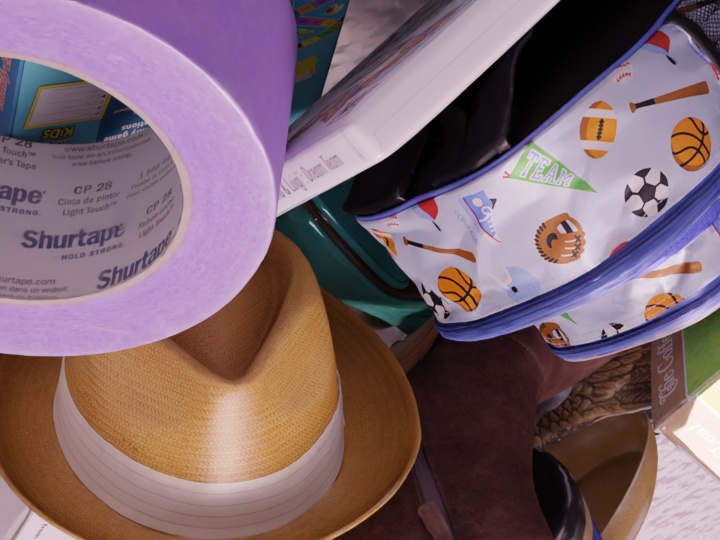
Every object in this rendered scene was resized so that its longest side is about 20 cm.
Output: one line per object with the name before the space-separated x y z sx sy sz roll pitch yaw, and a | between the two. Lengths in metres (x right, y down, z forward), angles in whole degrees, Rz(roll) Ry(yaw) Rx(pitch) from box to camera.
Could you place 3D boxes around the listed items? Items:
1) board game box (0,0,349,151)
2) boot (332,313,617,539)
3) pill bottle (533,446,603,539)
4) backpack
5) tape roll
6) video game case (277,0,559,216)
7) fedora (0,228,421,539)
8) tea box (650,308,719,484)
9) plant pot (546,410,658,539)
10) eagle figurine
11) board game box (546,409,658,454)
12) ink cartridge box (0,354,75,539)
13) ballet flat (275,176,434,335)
board game box | -0.080 -0.104 1.148 0.151 0.047 0.200 -15 147 -26
boot | 0.058 0.083 1.234 0.200 0.166 0.072 -20 129 -12
pill bottle | 0.082 0.186 1.355 0.112 0.112 0.200 -29 127 -2
backpack | 0.095 -0.048 1.191 0.190 0.154 0.200 -37 -175 -38
tape roll | -0.125 -0.062 1.048 0.200 0.085 0.200 3 140 3
video game case | 0.036 -0.095 1.129 0.200 0.024 0.182 -44 -172 -22
fedora | -0.066 0.035 1.177 0.200 0.201 0.082 -16 133 -23
tea box | 0.239 0.001 1.240 0.134 0.200 0.197 39 114 -15
plant pot | 0.095 0.157 1.521 0.200 0.027 0.200 -47 -170 11
eagle figurine | 0.068 0.089 1.428 0.151 0.152 0.200 22 113 -4
board game box | 0.091 0.075 1.582 0.200 0.028 0.135 -18 147 -19
ink cartridge box | -0.114 0.077 1.293 0.200 0.146 0.084 2 134 -44
ballet flat | 0.000 0.000 1.358 0.070 0.067 0.200 -32 150 22
